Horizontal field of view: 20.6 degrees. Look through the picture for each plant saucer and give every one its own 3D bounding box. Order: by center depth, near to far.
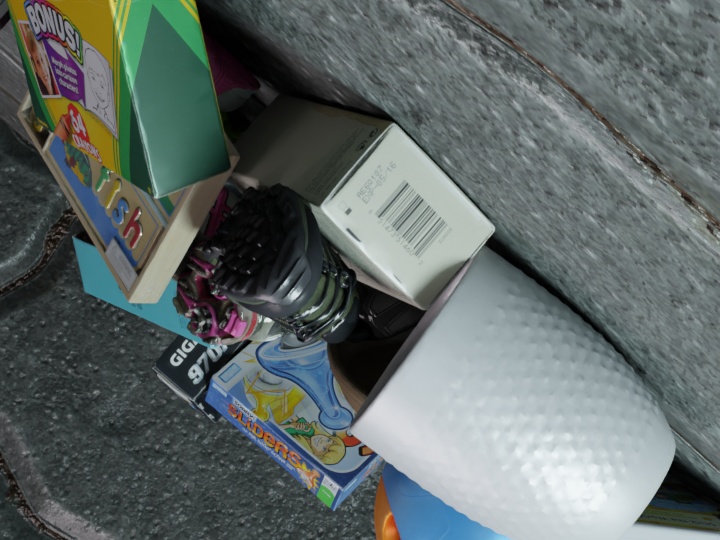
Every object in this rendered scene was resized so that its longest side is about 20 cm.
[{"bbox_3d":[0.069,0.087,1.419,0.199,0.030,0.200,15,-156,-7],"label":"plant saucer"}]

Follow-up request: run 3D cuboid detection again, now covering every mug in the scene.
[{"bbox_3d":[0.109,0.087,1.281,0.175,0.148,0.200,36,-161,0],"label":"mug"}]

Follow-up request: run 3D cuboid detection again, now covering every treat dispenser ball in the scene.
[{"bbox_3d":[0.111,0.212,1.719,0.201,0.201,0.201,40,173,6],"label":"treat dispenser ball"}]

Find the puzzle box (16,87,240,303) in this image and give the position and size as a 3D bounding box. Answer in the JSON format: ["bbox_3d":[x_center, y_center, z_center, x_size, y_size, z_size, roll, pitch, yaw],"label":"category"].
[{"bbox_3d":[-0.162,-0.093,1.349,0.025,0.133,0.200,2,-139,-42],"label":"puzzle box"}]

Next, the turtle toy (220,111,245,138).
[{"bbox_3d":[-0.154,-0.104,1.604,0.146,0.101,0.200,42,173,-12],"label":"turtle toy"}]

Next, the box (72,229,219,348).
[{"bbox_3d":[-0.132,0.001,1.485,0.200,0.082,0.049,19,126,53],"label":"box"}]

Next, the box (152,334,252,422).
[{"bbox_3d":[-0.078,0.026,1.598,0.046,0.200,0.159,39,174,8],"label":"box"}]

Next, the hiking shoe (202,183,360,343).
[{"bbox_3d":[-0.034,0.001,1.210,0.100,0.076,0.200,35,-177,-13],"label":"hiking shoe"}]

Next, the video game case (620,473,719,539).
[{"bbox_3d":[0.172,0.161,1.429,0.199,0.023,0.182,11,-170,-32],"label":"video game case"}]

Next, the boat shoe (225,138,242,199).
[{"bbox_3d":[-0.135,-0.070,1.477,0.199,0.063,0.071,7,-165,-23],"label":"boat shoe"}]

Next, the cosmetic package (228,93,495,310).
[{"bbox_3d":[-0.008,-0.048,1.284,0.104,0.073,0.200,45,172,-24],"label":"cosmetic package"}]

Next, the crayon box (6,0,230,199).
[{"bbox_3d":[-0.161,-0.156,1.216,0.200,0.058,0.174,30,137,55],"label":"crayon box"}]

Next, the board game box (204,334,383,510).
[{"bbox_3d":[-0.006,0.076,1.546,0.135,0.200,0.035,38,144,13],"label":"board game box"}]

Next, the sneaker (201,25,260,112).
[{"bbox_3d":[-0.139,-0.132,1.409,0.081,0.088,0.200,44,172,-22],"label":"sneaker"}]

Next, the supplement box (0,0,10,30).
[{"bbox_3d":[-0.299,-0.270,1.435,0.110,0.086,0.200,39,172,13],"label":"supplement box"}]

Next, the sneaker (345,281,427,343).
[{"bbox_3d":[0.000,0.000,1.421,0.071,0.098,0.200,49,171,-24],"label":"sneaker"}]

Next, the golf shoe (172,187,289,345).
[{"bbox_3d":[-0.108,-0.023,1.374,0.092,0.073,0.200,-3,-135,-44],"label":"golf shoe"}]
